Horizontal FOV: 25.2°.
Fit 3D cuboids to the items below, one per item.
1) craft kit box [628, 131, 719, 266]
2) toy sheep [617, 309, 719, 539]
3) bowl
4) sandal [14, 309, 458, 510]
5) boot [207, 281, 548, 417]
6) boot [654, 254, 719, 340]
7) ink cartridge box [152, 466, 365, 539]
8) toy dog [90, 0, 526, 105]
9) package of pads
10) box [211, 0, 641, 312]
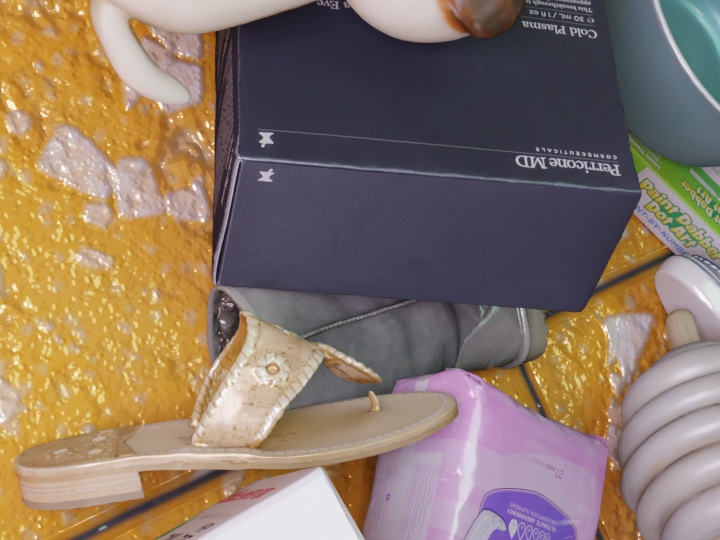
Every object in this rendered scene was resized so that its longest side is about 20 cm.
[{"bbox_3d":[0.239,-0.103,1.101,0.200,0.048,0.198,42,50,-14],"label":"craft kit box"},{"bbox_3d":[0.213,0.110,0.946,0.137,0.138,0.201,12,44,-32],"label":"toy sheep"},{"bbox_3d":[0.218,-0.145,1.009,0.200,0.105,0.202,14,64,-31],"label":"bowl"},{"bbox_3d":[-0.058,0.055,0.751,0.210,0.078,0.070,-11,102,-9],"label":"sandal"},{"bbox_3d":[0.001,-0.002,0.880,0.199,0.073,0.183,-13,78,-32],"label":"boot"},{"bbox_3d":[0.279,0.042,1.033,0.200,0.073,0.090,46,78,-14],"label":"boot"},{"bbox_3d":[-0.078,0.191,0.644,0.199,0.147,0.147,-28,88,-17],"label":"ink cartridge box"},{"bbox_3d":[-0.014,-0.161,0.719,0.199,0.139,0.195,6,98,-27],"label":"toy dog"},{"bbox_3d":[0.055,0.161,0.819,0.120,0.075,0.201,26,68,-34],"label":"package of pads"},{"bbox_3d":[0.025,-0.086,0.835,0.199,0.104,0.183,5,52,-9],"label":"box"}]
